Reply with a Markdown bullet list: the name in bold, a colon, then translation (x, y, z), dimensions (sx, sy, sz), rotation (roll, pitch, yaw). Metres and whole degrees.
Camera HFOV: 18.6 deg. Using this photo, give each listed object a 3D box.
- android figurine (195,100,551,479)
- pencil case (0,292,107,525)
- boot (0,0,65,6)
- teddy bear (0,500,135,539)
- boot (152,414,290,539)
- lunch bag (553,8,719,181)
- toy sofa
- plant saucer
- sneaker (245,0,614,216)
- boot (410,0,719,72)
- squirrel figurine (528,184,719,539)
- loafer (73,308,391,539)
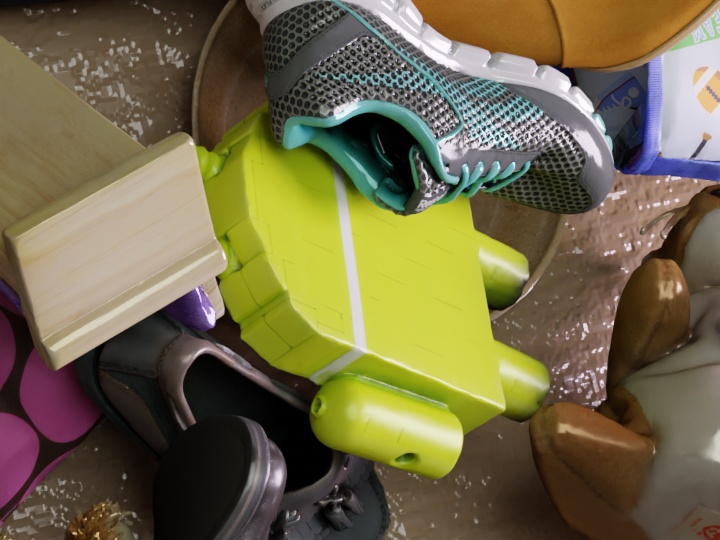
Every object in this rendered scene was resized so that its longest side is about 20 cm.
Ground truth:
- **android figurine**: translation (0.000, 0.000, 0.956), dimensions (0.200, 0.041, 0.182), rotation (21, 47, -39)
- **pencil case**: translation (-0.168, 0.070, 0.921), dimensions (0.200, 0.091, 0.094), rotation (-47, 130, -25)
- **boot**: translation (-0.117, -0.198, 1.028), dimensions (0.200, 0.066, 0.165), rotation (-7, 56, -12)
- **teddy bear**: translation (-0.164, 0.158, 0.867), dimensions (0.067, 0.145, 0.200), rotation (44, 58, 10)
- **boot**: translation (-0.007, 0.136, 0.925), dimensions (0.174, 0.200, 0.069), rotation (9, 49, -16)
- **lunch bag**: translation (0.183, -0.136, 1.091), dimensions (0.170, 0.124, 0.200), rotation (-1, 62, -22)
- **toy sofa**: translation (-0.143, -0.037, 0.883), dimensions (0.083, 0.098, 0.200), rotation (-30, 45, -24)
- **plant saucer**: translation (0.008, -0.060, 1.058), dimensions (0.200, 0.035, 0.200), rotation (6, 74, -23)
- **sneaker**: translation (0.030, -0.056, 0.953), dimensions (0.200, 0.078, 0.091), rotation (24, 51, -31)
- **boot**: translation (0.065, -0.140, 0.963), dimensions (0.144, 0.201, 0.071), rotation (34, 38, -45)
- **squirrel figurine**: translation (0.172, 0.063, 1.054), dimensions (0.187, 0.141, 0.200), rotation (-80, 157, -45)
- **loafer**: translation (-0.043, 0.079, 0.938), dimensions (0.200, 0.063, 0.072), rotation (43, 74, -42)
